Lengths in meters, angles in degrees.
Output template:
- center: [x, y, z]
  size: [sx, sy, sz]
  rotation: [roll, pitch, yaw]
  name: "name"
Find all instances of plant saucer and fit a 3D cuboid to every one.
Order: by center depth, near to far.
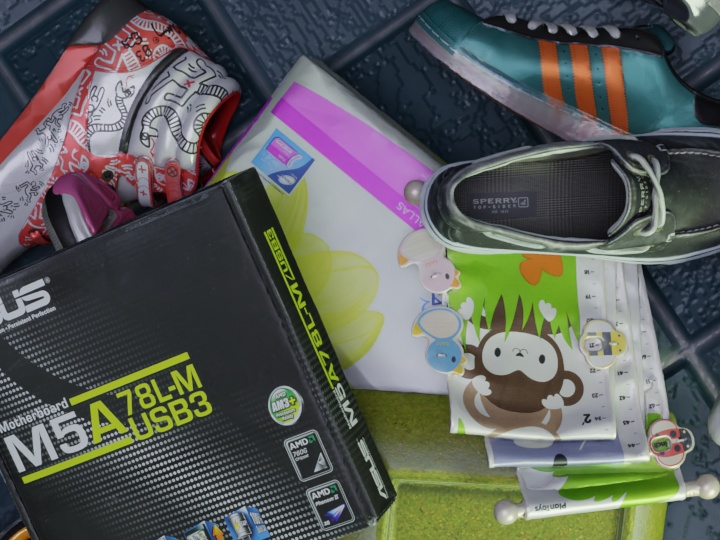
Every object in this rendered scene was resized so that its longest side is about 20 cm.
- center: [0.071, 0.172, 1.142]
  size: [0.199, 0.048, 0.201]
  rotation: [4, 102, -6]
  name: "plant saucer"

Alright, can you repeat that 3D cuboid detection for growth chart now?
- center: [0.101, 0.038, 1.115]
  size: [0.144, 0.018, 0.201]
  rotation: [-11, 80, -13]
  name: "growth chart"

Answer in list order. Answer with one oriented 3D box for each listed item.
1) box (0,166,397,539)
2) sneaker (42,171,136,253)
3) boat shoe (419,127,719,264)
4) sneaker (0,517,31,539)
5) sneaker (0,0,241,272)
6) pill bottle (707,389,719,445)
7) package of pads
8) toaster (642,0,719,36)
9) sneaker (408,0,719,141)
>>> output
- center: [-0.106, 0.070, 1.105]
  size: [0.199, 0.048, 0.194]
  rotation: [-21, 98, 22]
  name: "box"
- center: [-0.151, 0.042, 1.184]
  size: [0.087, 0.074, 0.201]
  rotation: [-12, 116, 15]
  name: "sneaker"
- center: [0.132, -0.034, 1.085]
  size: [0.199, 0.071, 0.073]
  rotation: [-8, 92, -7]
  name: "boat shoe"
- center: [-0.212, 0.193, 1.218]
  size: [0.200, 0.077, 0.078]
  rotation: [-44, 87, 10]
  name: "sneaker"
- center: [-0.152, -0.051, 1.203]
  size: [0.108, 0.067, 0.202]
  rotation: [35, 95, 9]
  name: "sneaker"
- center: [0.295, 0.083, 1.109]
  size: [0.199, 0.112, 0.113]
  rotation: [27, 96, 7]
  name: "pill bottle"
- center: [0.000, 0.000, 1.177]
  size: [0.200, 0.068, 0.155]
  rotation: [39, 97, 6]
  name: "package of pads"
- center: [0.151, -0.214, 1.102]
  size: [0.113, 0.200, 0.129]
  rotation: [33, 94, -25]
  name: "toaster"
- center: [0.127, -0.110, 1.155]
  size: [0.199, 0.071, 0.080]
  rotation: [28, 96, -1]
  name: "sneaker"
